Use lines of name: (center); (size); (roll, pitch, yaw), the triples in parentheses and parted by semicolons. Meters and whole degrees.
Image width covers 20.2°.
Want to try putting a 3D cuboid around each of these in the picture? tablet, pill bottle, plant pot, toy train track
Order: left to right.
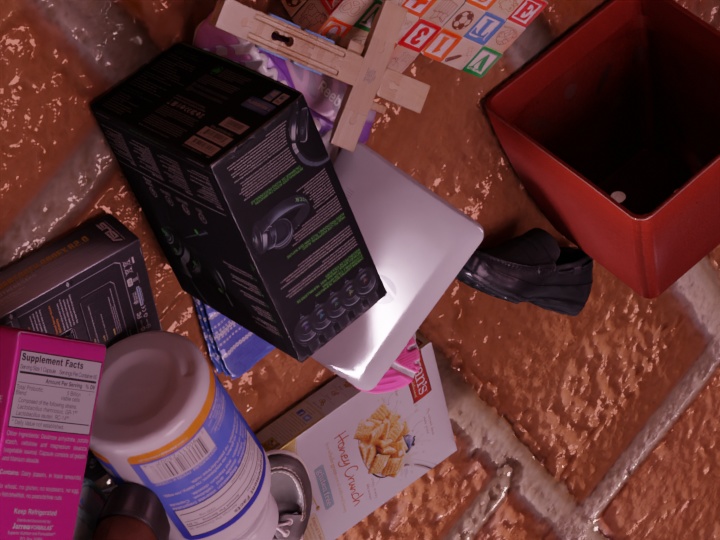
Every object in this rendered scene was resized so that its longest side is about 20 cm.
pill bottle: (-0.136, 0.148, 1.582); (0.112, 0.112, 0.201); (-42, 139, -13)
toy train track: (-0.033, -0.162, 1.511); (0.199, 0.032, 0.116); (19, 94, -38)
tablet: (0.000, 0.000, 1.606); (0.200, 0.130, 0.014); (-55, -179, 38)
plant pot: (0.253, -0.098, 1.809); (0.199, 0.200, 0.177); (-38, 146, -18)

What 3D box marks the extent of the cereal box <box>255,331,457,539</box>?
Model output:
cereal box: (-0.007, 0.161, 1.834); (0.199, 0.039, 0.145); (-34, 133, -21)

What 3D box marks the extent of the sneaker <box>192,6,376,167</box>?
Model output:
sneaker: (-0.052, -0.149, 1.573); (0.200, 0.080, 0.089); (46, 65, -41)

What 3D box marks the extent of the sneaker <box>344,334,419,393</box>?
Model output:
sneaker: (-0.002, -0.003, 1.689); (0.081, 0.088, 0.202); (-10, 108, 5)

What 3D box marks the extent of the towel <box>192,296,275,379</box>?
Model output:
towel: (-0.080, -0.018, 1.665); (0.144, 0.024, 0.201); (-35, 134, -23)

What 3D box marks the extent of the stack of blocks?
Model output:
stack of blocks: (0.044, -0.215, 1.599); (0.115, 0.059, 0.199); (-46, 146, 23)

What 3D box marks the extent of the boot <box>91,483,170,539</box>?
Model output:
boot: (-0.161, 0.290, 1.488); (0.201, 0.068, 0.189); (-77, 159, -50)

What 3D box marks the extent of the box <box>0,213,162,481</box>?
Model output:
box: (-0.228, 0.077, 1.571); (0.158, 0.048, 0.201); (-31, 133, -23)

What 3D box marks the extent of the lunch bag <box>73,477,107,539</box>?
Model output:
lunch bag: (-0.223, 0.252, 1.560); (0.200, 0.076, 0.162); (65, 34, -56)

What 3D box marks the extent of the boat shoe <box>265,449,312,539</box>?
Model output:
boat shoe: (-0.083, 0.245, 1.767); (0.066, 0.057, 0.201); (9, 128, -11)

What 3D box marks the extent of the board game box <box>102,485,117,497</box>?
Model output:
board game box: (-0.225, 0.247, 1.692); (0.199, 0.035, 0.127); (-17, 126, -35)

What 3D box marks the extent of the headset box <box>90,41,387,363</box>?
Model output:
headset box: (-0.087, -0.047, 1.505); (0.093, 0.174, 0.201); (-38, 126, -20)

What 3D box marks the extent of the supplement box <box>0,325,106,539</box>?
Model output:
supplement box: (-0.260, 0.138, 1.410); (0.103, 0.100, 0.202); (17, 82, -58)

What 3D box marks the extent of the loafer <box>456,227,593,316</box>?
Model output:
loafer: (0.149, -0.006, 1.856); (0.200, 0.068, 0.071); (12, 100, -51)
